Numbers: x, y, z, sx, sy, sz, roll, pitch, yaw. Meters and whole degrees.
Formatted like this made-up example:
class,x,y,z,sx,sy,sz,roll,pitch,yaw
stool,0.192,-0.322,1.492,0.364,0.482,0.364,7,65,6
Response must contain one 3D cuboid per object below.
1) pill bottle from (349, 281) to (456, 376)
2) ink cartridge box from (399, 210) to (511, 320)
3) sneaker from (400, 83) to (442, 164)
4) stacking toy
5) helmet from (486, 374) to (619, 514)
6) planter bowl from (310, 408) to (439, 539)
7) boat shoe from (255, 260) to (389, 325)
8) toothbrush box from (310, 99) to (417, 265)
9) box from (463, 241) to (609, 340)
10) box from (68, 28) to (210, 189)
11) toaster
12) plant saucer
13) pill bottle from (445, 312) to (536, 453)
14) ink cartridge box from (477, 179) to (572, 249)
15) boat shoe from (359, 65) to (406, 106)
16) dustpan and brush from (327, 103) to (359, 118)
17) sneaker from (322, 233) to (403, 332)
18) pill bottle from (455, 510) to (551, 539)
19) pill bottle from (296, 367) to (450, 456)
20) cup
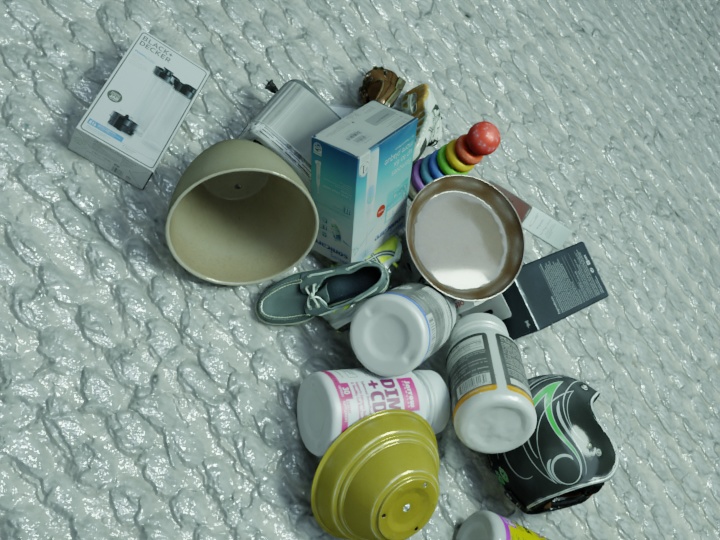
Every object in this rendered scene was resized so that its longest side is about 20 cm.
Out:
class,x,y,z,sx,sy,sz,roll,pitch,yaw
pill bottle,0.071,0.078,1.016,0.114,0.113,0.200,63,22,4
ink cartridge box,0.147,0.011,1.131,0.068,0.116,0.201,-24,84,-35
sneaker,0.113,-0.244,1.225,0.088,0.075,0.201,49,41,-33
stacking toy,0.159,-0.183,1.165,0.085,0.200,0.086,12,66,-27
helmet,0.292,0.260,1.077,0.199,0.200,0.191,3,54,-31
planter bowl,0.042,0.291,0.910,0.200,0.083,0.201,-12,115,-27
boat shoe,-0.056,0.027,0.986,0.199,0.062,0.073,-14,82,-3
toothbrush box,0.002,-0.125,1.024,0.085,0.201,0.146,29,46,24
box,0.295,0.045,1.189,0.199,0.148,0.107,-19,81,-36
box,-0.309,-0.230,0.981,0.116,0.060,0.201,31,57,-18
toaster,-0.099,-0.195,1.065,0.200,0.114,0.129,43,57,-12
plant saucer,0.158,-0.048,1.066,0.199,0.032,0.201,5,74,-16
pill bottle,0.187,0.160,1.030,0.116,0.116,0.200,31,29,-18
ink cartridge box,0.255,-0.121,1.220,0.173,0.200,0.044,29,103,-19
boat shoe,0.027,-0.302,1.184,0.068,0.072,0.200,35,23,-9
dustpan and brush,0.005,-0.203,1.164,0.139,0.057,0.201,-3,73,-33
sneaker,0.000,0.000,1.071,0.076,0.075,0.200,42,54,-11
pill bottle,0.242,0.439,1.026,0.199,0.104,0.105,30,58,-19
pill bottle,0.021,0.194,0.981,0.199,0.113,0.114,0,71,-32
cup,-0.167,-0.099,0.956,0.199,0.201,0.144,13,39,-27
